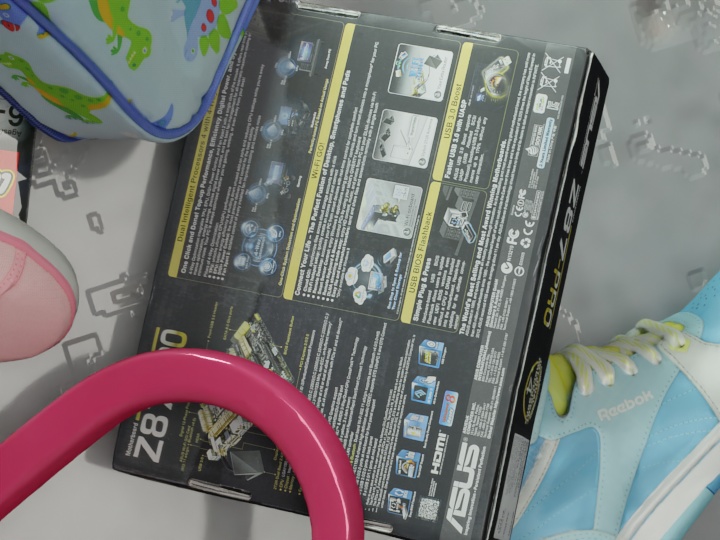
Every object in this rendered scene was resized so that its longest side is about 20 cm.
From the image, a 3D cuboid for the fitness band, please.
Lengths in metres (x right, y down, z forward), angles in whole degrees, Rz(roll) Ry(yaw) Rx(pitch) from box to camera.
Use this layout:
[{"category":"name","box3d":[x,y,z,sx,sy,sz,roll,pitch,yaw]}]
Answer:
[{"category":"fitness band","box3d":[-0.090,0.119,0.918,0.200,0.037,0.144,-38,77,11]}]

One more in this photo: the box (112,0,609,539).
[{"category":"box","box3d":[0.000,0.000,0.947,0.160,0.049,0.202,10,84,16]}]

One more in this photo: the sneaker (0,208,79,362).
[{"category":"sneaker","box3d":[-0.195,0.016,0.884,0.199,0.075,0.105,23,38,-30]}]

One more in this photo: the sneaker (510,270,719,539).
[{"category":"sneaker","box3d":[0.096,0.044,0.994,0.130,0.079,0.201,39,78,-12]}]

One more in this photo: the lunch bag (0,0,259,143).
[{"category":"lunch bag","box3d":[-0.092,-0.157,0.907,0.161,0.082,0.201,44,60,-44]}]

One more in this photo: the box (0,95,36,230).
[{"category":"box","box3d":[-0.223,-0.093,0.932,0.198,0.040,0.138,6,87,-15]}]
